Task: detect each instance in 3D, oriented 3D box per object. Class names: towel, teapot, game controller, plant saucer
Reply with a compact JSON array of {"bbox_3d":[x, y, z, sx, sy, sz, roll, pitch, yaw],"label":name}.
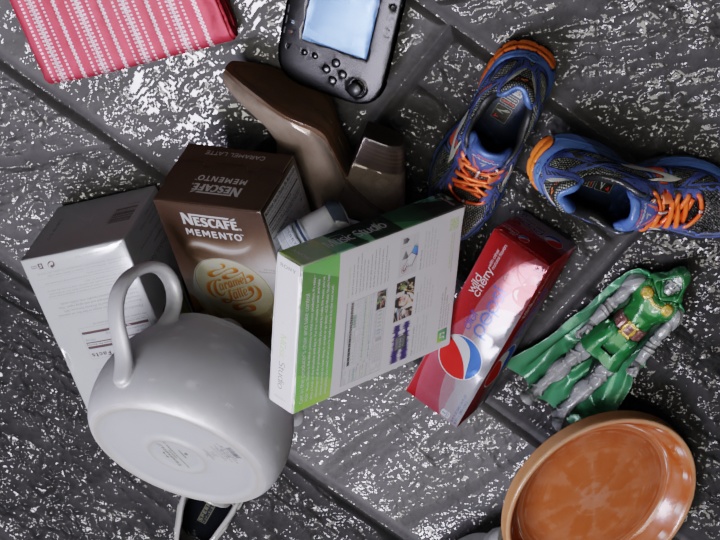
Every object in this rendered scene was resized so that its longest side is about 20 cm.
[{"bbox_3d":[-0.220,-0.251,1.598,0.199,0.023,0.145,-11,118,20],"label":"towel"},{"bbox_3d":[-0.142,0.103,1.594,0.197,0.146,0.200,21,149,-1],"label":"teapot"},{"bbox_3d":[-0.010,-0.244,1.544,0.104,0.042,0.201,15,120,4],"label":"game controller"},{"bbox_3d":[0.226,0.219,1.710,0.199,0.032,0.201,-9,121,-16],"label":"plant saucer"}]

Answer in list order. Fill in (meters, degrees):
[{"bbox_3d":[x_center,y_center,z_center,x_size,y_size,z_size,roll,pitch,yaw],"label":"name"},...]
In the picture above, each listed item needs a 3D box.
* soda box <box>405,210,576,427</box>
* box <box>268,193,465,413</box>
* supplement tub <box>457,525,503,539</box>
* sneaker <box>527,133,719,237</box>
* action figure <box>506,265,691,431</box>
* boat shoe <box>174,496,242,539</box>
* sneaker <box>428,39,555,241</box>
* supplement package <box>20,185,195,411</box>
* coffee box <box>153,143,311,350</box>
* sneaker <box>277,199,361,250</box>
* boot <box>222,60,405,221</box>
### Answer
[{"bbox_3d":[0.119,0.045,1.651,0.063,0.070,0.200,35,121,15],"label":"soda box"},{"bbox_3d":[0.006,0.026,1.547,0.036,0.200,0.145,27,124,37],"label":"box"},{"bbox_3d":[0.103,0.352,1.787,0.200,0.145,0.144,-37,106,27],"label":"supplement tub"},{"bbox_3d":[0.244,-0.059,1.550,0.199,0.079,0.076,9,121,-8],"label":"sneaker"},{"bbox_3d":[0.234,0.065,1.657,0.118,0.055,0.200,38,115,-7],"label":"action figure"},{"bbox_3d":[-0.144,0.212,1.809,0.072,0.066,0.200,28,121,-4],"label":"boat shoe"},{"bbox_3d":[0.107,-0.107,1.572,0.075,0.079,0.201,21,120,1],"label":"sneaker"},{"bbox_3d":[-0.223,0.040,1.705,0.109,0.114,0.201,-11,117,18],"label":"supplement package"},{"bbox_3d":[-0.100,-0.011,1.629,0.114,0.080,0.200,7,136,25],"label":"coffee box"},{"bbox_3d":[0.000,0.000,1.601,0.071,0.073,0.200,-32,151,9],"label":"sneaker"},{"bbox_3d":[-0.050,-0.090,1.626,0.199,0.070,0.147,27,129,6],"label":"boot"}]
